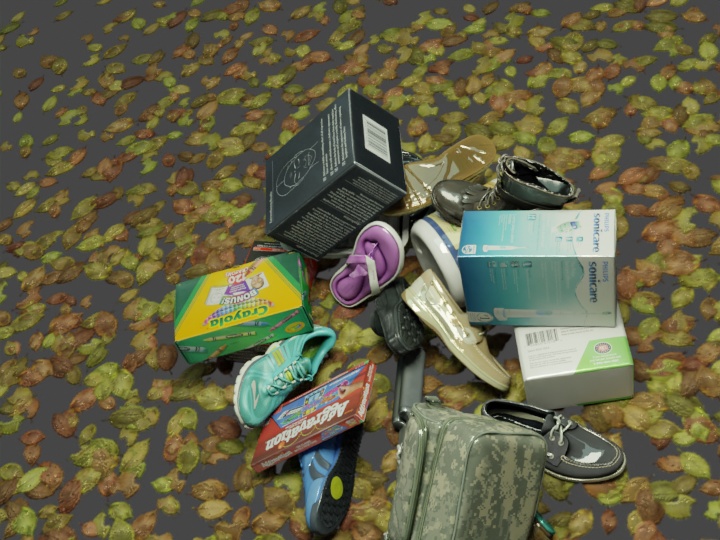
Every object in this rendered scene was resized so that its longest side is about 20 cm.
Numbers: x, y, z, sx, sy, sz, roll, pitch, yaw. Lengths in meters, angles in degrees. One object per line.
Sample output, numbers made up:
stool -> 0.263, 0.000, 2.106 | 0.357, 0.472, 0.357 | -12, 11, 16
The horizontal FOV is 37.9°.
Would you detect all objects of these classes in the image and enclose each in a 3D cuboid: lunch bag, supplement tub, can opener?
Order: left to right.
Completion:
can opener -> 0.080, 0.200, 1.449 | 0.066, 0.053, 0.201 | 17, 49, -11
lunch bag -> 0.112, 0.267, 1.267 | 0.167, 0.139, 0.201 | 14, 95, 56
supplement tub -> 0.190, -0.049, 1.555 | 0.199, 0.145, 0.145 | -29, 48, -8

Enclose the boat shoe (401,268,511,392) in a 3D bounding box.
boat shoe -> 0.145, 0.083, 1.462 | 0.065, 0.072, 0.200 | -45, 75, 5

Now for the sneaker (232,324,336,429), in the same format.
sneaker -> -0.109, 0.143, 1.499 | 0.079, 0.078, 0.200 | -5, 35, 45

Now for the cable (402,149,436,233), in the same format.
cable -> 0.058, -0.132, 1.740 | 0.200, 0.051, 0.163 | 34, 58, 31

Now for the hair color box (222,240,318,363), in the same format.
hair color box -> -0.144, 0.049, 1.631 | 0.101, 0.061, 0.201 | 3, 52, 18

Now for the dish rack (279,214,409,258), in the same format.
dish rack -> -0.021, -0.083, 1.649 | 0.198, 0.044, 0.172 | -1, 52, 6

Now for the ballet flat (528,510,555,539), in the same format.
ballet flat -> 0.166, 0.285, 1.337 | 0.072, 0.068, 0.200 | -42, 52, 6

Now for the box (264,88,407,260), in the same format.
box -> -0.040, -0.136, 1.534 | 0.200, 0.107, 0.149 | -35, 44, 34

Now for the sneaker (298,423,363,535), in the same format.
sneaker -> -0.052, 0.266, 1.418 | 0.078, 0.066, 0.201 | -10, 47, 27

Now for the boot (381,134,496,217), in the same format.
boot -> 0.111, -0.118, 1.601 | 0.199, 0.156, 0.073 | -30, 73, -9

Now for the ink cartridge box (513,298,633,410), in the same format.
ink cartridge box -> 0.286, 0.082, 1.451 | 0.144, 0.084, 0.201 | -9, 48, 8

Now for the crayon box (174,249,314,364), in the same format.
crayon box -> -0.173, 0.054, 1.551 | 0.199, 0.058, 0.119 | -16, 45, 7

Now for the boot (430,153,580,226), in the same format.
boot -> 0.191, -0.109, 1.407 | 0.199, 0.174, 0.070 | 19, 71, 11

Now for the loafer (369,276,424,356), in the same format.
loafer -> 0.049, 0.075, 1.516 | 0.070, 0.068, 0.201 | -36, 17, 14

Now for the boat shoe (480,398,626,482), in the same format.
boat shoe -> 0.245, 0.217, 1.362 | 0.199, 0.063, 0.073 | 15, 56, 28

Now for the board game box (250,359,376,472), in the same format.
board game box -> -0.065, 0.199, 1.427 | 0.199, 0.019, 0.103 | -30, 28, 31

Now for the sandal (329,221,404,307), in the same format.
sandal -> 0.006, 0.005, 1.546 | 0.082, 0.203, 0.050 | 40, 52, 5

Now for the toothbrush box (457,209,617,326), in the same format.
toothbrush box -> 0.236, -0.002, 1.381 | 0.199, 0.147, 0.086 | 0, 50, 16
